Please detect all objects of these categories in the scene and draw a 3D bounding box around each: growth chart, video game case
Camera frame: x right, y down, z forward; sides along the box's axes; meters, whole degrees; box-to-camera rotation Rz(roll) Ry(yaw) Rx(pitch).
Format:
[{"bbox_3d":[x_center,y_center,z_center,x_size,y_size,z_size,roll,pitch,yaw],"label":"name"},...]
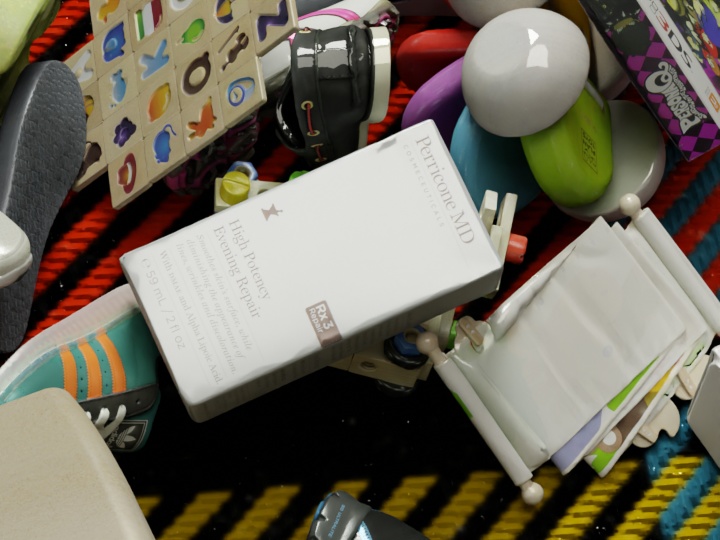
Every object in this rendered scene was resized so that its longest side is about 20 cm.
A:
[{"bbox_3d":[0.140,0.050,1.647,0.200,0.018,0.145,-35,102,-27],"label":"growth chart"},{"bbox_3d":[0.188,-0.184,1.726,0.182,0.036,0.200,56,27,-11],"label":"video game case"}]

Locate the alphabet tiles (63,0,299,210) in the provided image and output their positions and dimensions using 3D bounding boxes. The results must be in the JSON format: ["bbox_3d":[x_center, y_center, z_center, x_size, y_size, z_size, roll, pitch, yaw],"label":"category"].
[{"bbox_3d":[-0.115,-0.137,1.686,0.006,0.200,0.167,24,44,-42],"label":"alphabet tiles"}]

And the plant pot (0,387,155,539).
[{"bbox_3d":[-0.184,0.182,1.439,0.199,0.200,0.177,-20,42,1],"label":"plant pot"}]

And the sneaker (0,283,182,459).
[{"bbox_3d":[-0.160,0.076,1.567,0.080,0.071,0.200,43,37,7],"label":"sneaker"}]

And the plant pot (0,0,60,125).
[{"bbox_3d":[-0.289,-0.165,1.678,0.184,0.201,0.201,28,57,-3],"label":"plant pot"}]

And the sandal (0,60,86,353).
[{"bbox_3d":[-0.215,-0.045,1.661,0.043,0.076,0.201,1,58,23],"label":"sandal"}]

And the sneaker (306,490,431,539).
[{"bbox_3d":[-0.014,0.216,1.523,0.082,0.073,0.201,21,58,3],"label":"sneaker"}]

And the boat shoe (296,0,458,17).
[{"bbox_3d":[0.030,-0.208,1.802,0.199,0.074,0.066,-6,61,-13],"label":"boat shoe"}]

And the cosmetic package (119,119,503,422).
[{"bbox_3d":[-0.027,0.001,1.577,0.199,0.074,0.102,-25,80,-4],"label":"cosmetic package"}]

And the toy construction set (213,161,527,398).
[{"bbox_3d":[0.000,0.000,1.660,0.199,0.092,0.132,6,55,8],"label":"toy construction set"}]

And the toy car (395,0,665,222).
[{"bbox_3d":[0.093,-0.118,1.719,0.149,0.175,0.201,-23,55,20],"label":"toy car"}]

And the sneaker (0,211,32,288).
[{"bbox_3d":[-0.275,-0.057,1.575,0.199,0.081,0.075,31,37,5],"label":"sneaker"}]

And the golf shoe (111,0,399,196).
[{"bbox_3d":[-0.065,-0.133,1.741,0.200,0.073,0.092,-32,64,-24],"label":"golf shoe"}]

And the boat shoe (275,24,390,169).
[{"bbox_3d":[-0.021,-0.102,1.655,0.063,0.201,0.074,-2,79,-5],"label":"boat shoe"}]

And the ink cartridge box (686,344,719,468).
[{"bbox_3d":[0.319,0.087,1.643,0.199,0.084,0.145,-23,63,-22],"label":"ink cartridge box"}]
